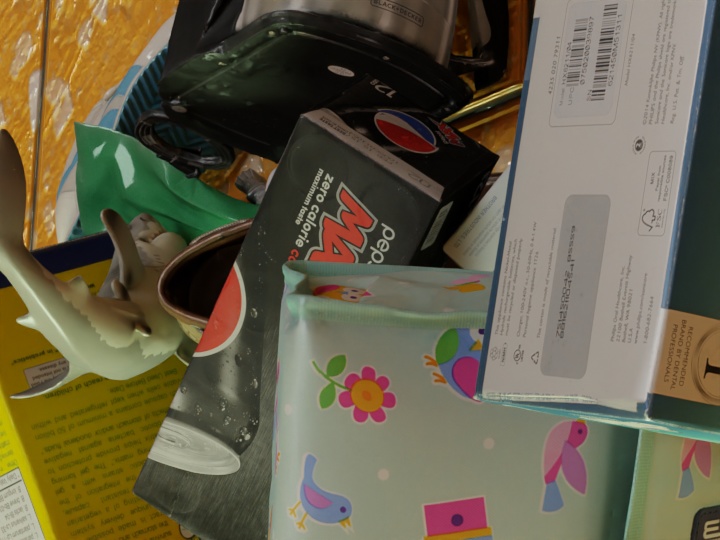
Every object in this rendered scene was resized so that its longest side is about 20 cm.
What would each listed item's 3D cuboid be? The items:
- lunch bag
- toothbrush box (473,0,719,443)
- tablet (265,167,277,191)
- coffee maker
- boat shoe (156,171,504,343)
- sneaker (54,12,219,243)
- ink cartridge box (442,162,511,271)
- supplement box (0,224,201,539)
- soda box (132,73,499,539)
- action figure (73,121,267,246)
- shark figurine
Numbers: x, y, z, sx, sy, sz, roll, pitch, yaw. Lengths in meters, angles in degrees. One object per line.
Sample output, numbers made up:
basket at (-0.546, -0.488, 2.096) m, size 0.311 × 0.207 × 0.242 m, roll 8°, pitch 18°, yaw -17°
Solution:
lunch bag at (0.068, 0.086, 0.783) m, size 0.122 × 0.199 × 0.171 m, roll -115°, pitch 29°, yaw -82°
toothbrush box at (0.147, -0.014, 0.697) m, size 0.085 × 0.200 × 0.147 m, roll 3°, pitch 84°, yaw 57°
tablet at (-0.004, 0.055, 1.026) m, size 0.130 × 0.014 × 0.201 m, roll 7°, pitch 85°, yaw 31°
coffee maker at (-0.025, -0.164, 1.041) m, size 0.192 × 0.135 × 0.200 m, roll -5°, pitch 65°, yaw 35°
boat shoe at (0.000, 0.000, 0.982) m, size 0.200 × 0.072 × 0.076 m, roll -17°, pitch 74°, yaw 27°
sneaker at (-0.112, -0.081, 1.228) m, size 0.200 × 0.076 × 0.081 m, roll -53°, pitch 33°, yaw 28°
ink cartridge box at (0.115, -0.074, 0.848) m, size 0.044 × 0.094 × 0.200 m, roll 42°, pitch 131°, yaw 5°
supplement box at (-0.145, 0.096, 1.126) m, size 0.109 × 0.109 × 0.200 m, roll -27°, pitch 82°, yaw 50°
soda box at (-0.021, 0.024, 0.925) m, size 0.071 × 0.063 × 0.200 m, roll 32°, pitch 120°, yaw 12°
action figure at (-0.061, -0.011, 1.124) m, size 0.200 × 0.055 × 0.118 m, roll 12°, pitch 121°, yaw 42°
shark figurine at (-0.133, 0.026, 1.013) m, size 0.089 × 0.214 × 0.128 m, roll -29°, pitch 74°, yaw 15°
